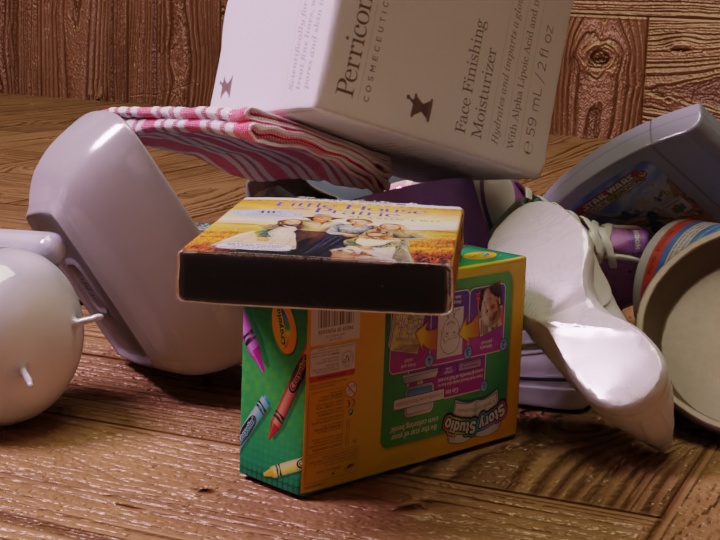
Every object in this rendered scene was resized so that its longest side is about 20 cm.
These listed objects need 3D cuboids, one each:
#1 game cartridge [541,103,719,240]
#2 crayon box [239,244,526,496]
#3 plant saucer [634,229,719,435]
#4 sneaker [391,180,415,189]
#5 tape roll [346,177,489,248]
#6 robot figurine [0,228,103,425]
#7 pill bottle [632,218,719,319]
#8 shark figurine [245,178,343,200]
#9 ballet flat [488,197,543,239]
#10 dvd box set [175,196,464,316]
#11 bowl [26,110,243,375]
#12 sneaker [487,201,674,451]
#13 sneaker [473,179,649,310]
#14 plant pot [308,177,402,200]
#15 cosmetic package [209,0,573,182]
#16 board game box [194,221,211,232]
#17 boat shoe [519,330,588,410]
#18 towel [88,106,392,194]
[{"bbox_3d":[0.235,-0.050,1.230,0.132,0.042,0.199,33,-48,-26],"label":"game cartridge"},{"bbox_3d":[0.018,0.055,0.906,0.058,0.121,0.198,12,14,43],"label":"crayon box"},{"bbox_3d":[0.288,0.043,1.009,0.197,0.030,0.202,-10,45,10],"label":"plant saucer"},{"bbox_3d":[0.082,0.003,1.358,0.075,0.106,0.200,-20,-31,25],"label":"sneaker"},{"bbox_3d":[0.000,0.000,1.100,0.197,0.086,0.200,-15,-4,-1],"label":"tape roll"},{"bbox_3d":[-0.260,0.037,0.961,0.198,0.114,0.171,8,53,33],"label":"robot figurine"},{"bbox_3d":[0.316,0.028,1.128,0.111,0.114,0.199,-7,13,-40],"label":"pill bottle"},{"bbox_3d":[-0.063,-0.080,1.236,0.126,0.091,0.214,-1,-13,12],"label":"shark figurine"},{"bbox_3d":[0.160,0.035,1.091,0.201,0.064,0.067,57,17,26],"label":"ballet flat"},{"bbox_3d":[-0.014,-0.012,0.843,0.144,0.030,0.200,3,11,6],"label":"dvd box set"},{"bbox_3d":[-0.165,-0.008,1.051,0.074,0.201,0.200,-37,14,-18],"label":"bowl"},{"bbox_3d":[0.147,0.041,0.983,0.075,0.089,0.201,-31,46,5],"label":"sneaker"},{"bbox_3d":[0.168,-0.031,1.190,0.113,0.073,0.200,-19,-41,27],"label":"sneaker"},{"bbox_3d":[0.017,-0.108,1.725,0.197,0.136,0.200,2,11,0],"label":"plant pot"},{"bbox_3d":[0.022,-0.166,1.064,0.198,0.167,0.164,13,-5,-32],"label":"cosmetic package"},{"bbox_3d":[-0.148,0.000,1.319,0.198,0.065,0.147,9,12,33],"label":"board game box"},{"bbox_3d":[0.071,0.054,1.061,0.197,0.068,0.074,4,10,7],"label":"boat shoe"},{"bbox_3d":[-0.090,-0.087,1.068,0.145,0.030,0.199,16,-7,-44],"label":"towel"}]
